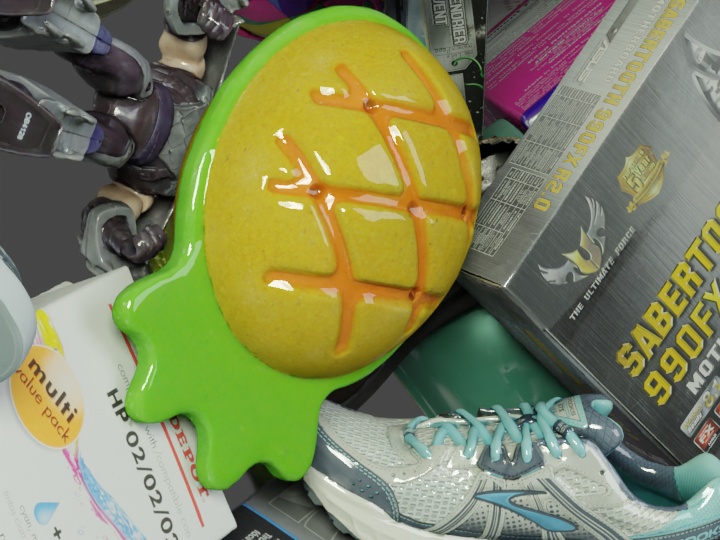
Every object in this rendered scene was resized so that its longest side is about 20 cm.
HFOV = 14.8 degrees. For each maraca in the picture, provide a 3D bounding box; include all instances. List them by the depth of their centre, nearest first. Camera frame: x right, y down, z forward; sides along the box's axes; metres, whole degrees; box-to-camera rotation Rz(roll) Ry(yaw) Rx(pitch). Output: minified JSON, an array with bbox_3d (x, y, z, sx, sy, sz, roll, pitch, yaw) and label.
[{"bbox_3d":[-0.023,-0.011,1.088,0.137,0.107,0.201,44,66,-30],"label":"maraca"}]

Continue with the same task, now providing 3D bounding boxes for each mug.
[{"bbox_3d":[0.062,0.016,1.312,0.152,0.114,0.185,52,-1,-32],"label":"mug"}]

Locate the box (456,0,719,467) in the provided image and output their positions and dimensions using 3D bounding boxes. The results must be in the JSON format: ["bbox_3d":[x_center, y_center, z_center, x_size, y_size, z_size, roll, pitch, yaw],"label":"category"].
[{"bbox_3d":[0.144,-0.036,1.193,0.158,0.048,0.201,44,76,-38],"label":"box"}]

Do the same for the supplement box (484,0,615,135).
[{"bbox_3d":[0.124,-0.079,1.349,0.101,0.103,0.200,51,1,-14],"label":"supplement box"}]

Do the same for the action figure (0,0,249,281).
[{"bbox_3d":[-0.095,-0.062,1.104,0.200,0.069,0.131,22,79,-65],"label":"action figure"}]

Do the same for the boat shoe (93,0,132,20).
[{"bbox_3d":[-0.147,-0.128,1.098,0.200,0.063,0.074,-1,79,-58],"label":"boat shoe"}]

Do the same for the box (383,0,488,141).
[{"bbox_3d":[0.030,-0.149,1.285,0.201,0.040,0.138,-98,-174,-56],"label":"box"}]

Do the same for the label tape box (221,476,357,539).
[{"bbox_3d":[0.028,0.165,1.150,0.199,0.064,0.144,34,30,14],"label":"label tape box"}]

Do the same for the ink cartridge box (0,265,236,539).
[{"bbox_3d":[-0.121,0.074,1.049,0.200,0.068,0.116,-32,101,-57],"label":"ink cartridge box"}]

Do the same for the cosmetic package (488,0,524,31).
[{"bbox_3d":[0.185,-0.156,1.536,0.168,0.165,0.200,62,35,-22],"label":"cosmetic package"}]

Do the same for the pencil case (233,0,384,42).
[{"bbox_3d":[-0.033,-0.207,1.289,0.088,0.088,0.202,16,66,-54],"label":"pencil case"}]

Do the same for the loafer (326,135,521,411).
[{"bbox_3d":[0.000,0.000,1.187,0.073,0.200,0.072,46,-15,29],"label":"loafer"}]

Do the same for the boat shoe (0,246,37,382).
[{"bbox_3d":[-0.183,-0.049,0.955,0.200,0.071,0.091,38,41,-12],"label":"boat shoe"}]

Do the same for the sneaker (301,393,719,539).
[{"bbox_3d":[0.066,0.081,1.161,0.199,0.087,0.078,19,27,-13],"label":"sneaker"}]
